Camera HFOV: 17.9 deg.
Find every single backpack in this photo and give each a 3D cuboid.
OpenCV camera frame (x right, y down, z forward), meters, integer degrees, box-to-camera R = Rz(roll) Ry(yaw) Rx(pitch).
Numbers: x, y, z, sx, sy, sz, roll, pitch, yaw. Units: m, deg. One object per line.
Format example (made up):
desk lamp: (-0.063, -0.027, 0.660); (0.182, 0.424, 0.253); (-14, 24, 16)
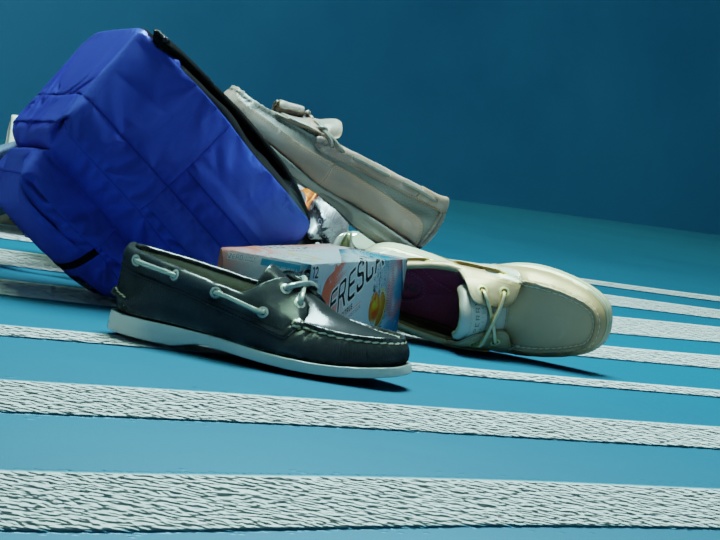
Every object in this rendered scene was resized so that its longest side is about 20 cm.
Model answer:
backpack: (-0.150, -0.055, 1.638); (0.200, 0.168, 0.162); (44, -7, -19)

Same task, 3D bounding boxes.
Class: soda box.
soda box: (-0.033, 0.018, 1.563); (0.068, 0.064, 0.200); (11, 5, 19)

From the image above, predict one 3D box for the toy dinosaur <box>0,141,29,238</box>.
toy dinosaur: (-0.279, -0.076, 1.729); (0.200, 0.105, 0.181); (9, 19, 12)

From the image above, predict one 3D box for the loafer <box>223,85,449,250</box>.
loafer: (-0.021, -0.084, 1.721); (0.200, 0.063, 0.072); (38, 0, -18)

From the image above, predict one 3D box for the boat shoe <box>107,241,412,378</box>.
boat shoe: (-0.062, 0.025, 1.422); (0.200, 0.060, 0.076); (10, 5, 10)

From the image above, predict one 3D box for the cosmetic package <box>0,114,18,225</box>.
cosmetic package: (-0.229, -0.078, 2.085); (0.200, 0.073, 0.104); (9, -21, -9)

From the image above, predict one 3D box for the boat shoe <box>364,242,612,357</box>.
boat shoe: (0.082, 0.029, 1.665); (0.200, 0.074, 0.069); (9, 16, 16)

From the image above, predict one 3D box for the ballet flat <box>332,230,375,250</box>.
ballet flat: (0.000, 0.000, 1.829); (0.069, 0.070, 0.200); (8, 4, -7)

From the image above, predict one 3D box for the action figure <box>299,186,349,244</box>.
action figure: (-0.104, -0.042, 1.936); (0.193, 0.105, 0.200); (0, -1, 13)
